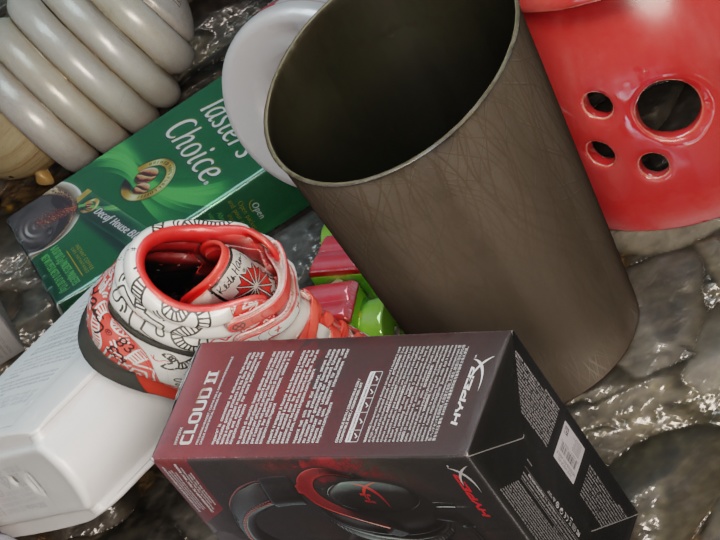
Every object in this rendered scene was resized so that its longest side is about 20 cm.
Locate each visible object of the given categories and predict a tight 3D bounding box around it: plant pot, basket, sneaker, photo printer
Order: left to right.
[{"bbox_3d":[-0.131,0.055,1.624,0.200,0.069,0.166,-47,16,-31],"label":"photo printer"},{"bbox_3d":[-0.036,0.037,1.494,0.108,0.201,0.067,124,161,-58],"label":"sneaker"},{"bbox_3d":[0.055,-0.033,1.525,0.136,0.200,0.180,-13,39,22],"label":"basket"},{"bbox_3d":[0.156,-0.152,1.619,0.200,0.183,0.200,-20,34,14],"label":"plant pot"}]

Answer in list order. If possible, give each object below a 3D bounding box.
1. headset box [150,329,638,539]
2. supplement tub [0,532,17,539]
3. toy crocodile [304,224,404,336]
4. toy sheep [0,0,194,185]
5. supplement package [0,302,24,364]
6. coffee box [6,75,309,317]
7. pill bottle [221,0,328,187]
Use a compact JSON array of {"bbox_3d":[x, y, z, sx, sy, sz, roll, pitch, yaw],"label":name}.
[{"bbox_3d":[0.009,0.103,1.432,0.200,0.149,0.075,-2,50,33],"label":"headset box"},{"bbox_3d":[-0.263,0.157,1.604,0.200,0.107,0.107,8,50,43],"label":"supplement tub"},{"bbox_3d":[0.000,0.000,1.645,0.067,0.062,0.200,-8,40,28],"label":"toy crocodile"},{"bbox_3d":[-0.170,-0.136,1.882,0.200,0.138,0.138,-49,35,5],"label":"toy sheep"},{"bbox_3d":[-0.325,0.030,1.771,0.200,0.120,0.121,-32,54,-2],"label":"supplement package"},{"bbox_3d":[-0.107,-0.047,1.797,0.200,0.044,0.123,-33,35,-3],"label":"coffee box"},{"bbox_3d":[0.013,-0.133,1.719,0.114,0.114,0.200,-7,22,30],"label":"pill bottle"}]
